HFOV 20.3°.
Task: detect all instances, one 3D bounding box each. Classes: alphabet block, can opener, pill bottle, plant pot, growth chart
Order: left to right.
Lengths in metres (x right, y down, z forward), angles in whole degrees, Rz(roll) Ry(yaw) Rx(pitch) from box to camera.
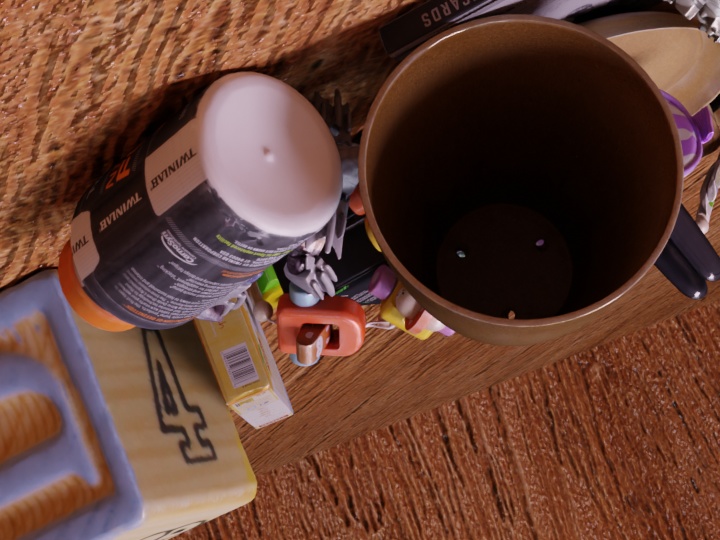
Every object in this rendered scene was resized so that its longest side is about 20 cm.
[{"bbox_3d":[-0.224,0.124,1.515,0.194,0.198,0.200,-24,170,18],"label":"alphabet block"},{"bbox_3d":[-0.107,-0.030,1.216,0.106,0.107,0.200,-13,166,-43],"label":"pill bottle"},{"bbox_3d":[0.094,-0.028,1.230,0.185,0.188,0.200,-22,162,-5],"label":"plant pot"},{"bbox_3d":[0.150,-0.118,1.331,0.198,0.028,0.200,-15,159,-6],"label":"plant pot"},{"bbox_3d":[0.194,-0.066,1.462,0.078,0.201,0.064,-28,157,-21],"label":"can opener"},{"bbox_3d":[0.287,-0.122,1.494,0.145,0.018,0.201,-59,169,-54],"label":"growth chart"}]

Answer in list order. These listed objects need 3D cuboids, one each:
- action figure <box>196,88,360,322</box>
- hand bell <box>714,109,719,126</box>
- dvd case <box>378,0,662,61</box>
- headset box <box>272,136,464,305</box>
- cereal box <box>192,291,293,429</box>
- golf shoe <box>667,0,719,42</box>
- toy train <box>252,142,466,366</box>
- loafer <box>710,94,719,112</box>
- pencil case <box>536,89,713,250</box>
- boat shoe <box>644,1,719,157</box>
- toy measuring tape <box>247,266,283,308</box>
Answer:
[{"bbox_3d":[-0.046,-0.036,1.291,0.069,0.131,0.200,31,142,-24],"label":"action figure"},{"bbox_3d":[0.273,-0.127,1.682,0.198,0.105,0.104,-14,173,16],"label":"hand bell"},{"bbox_3d":[0.114,-0.164,1.245,0.149,0.025,0.200,-27,169,22],"label":"dvd case"},{"bbox_3d":[0.039,-0.048,1.491,0.173,0.094,0.199,-28,168,26],"label":"headset box"},{"bbox_3d":[-0.098,0.038,1.492,0.039,0.145,0.200,-22,170,-2],"label":"cereal box"},{"bbox_3d":[0.209,-0.188,1.160,0.098,0.078,0.200,-53,162,9],"label":"golf shoe"},{"bbox_3d":[0.000,0.000,1.379,0.149,0.056,0.201,7,129,2],"label":"toy train"},{"bbox_3d":[0.215,-0.118,1.587,0.199,0.069,0.070,-29,161,15],"label":"loafer"},{"bbox_3d":[0.159,-0.044,1.358,0.085,0.085,0.200,4,151,-16],"label":"pencil case"},{"bbox_3d":[0.216,-0.152,1.421,0.071,0.073,0.200,-11,151,14],"label":"boat shoe"},{"bbox_3d":[-0.058,0.006,1.636,0.073,0.074,0.200,-20,170,-14],"label":"toy measuring tape"}]
